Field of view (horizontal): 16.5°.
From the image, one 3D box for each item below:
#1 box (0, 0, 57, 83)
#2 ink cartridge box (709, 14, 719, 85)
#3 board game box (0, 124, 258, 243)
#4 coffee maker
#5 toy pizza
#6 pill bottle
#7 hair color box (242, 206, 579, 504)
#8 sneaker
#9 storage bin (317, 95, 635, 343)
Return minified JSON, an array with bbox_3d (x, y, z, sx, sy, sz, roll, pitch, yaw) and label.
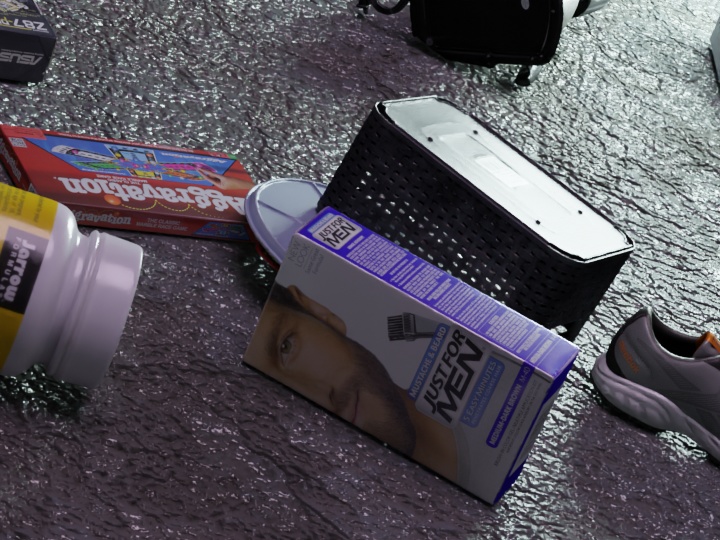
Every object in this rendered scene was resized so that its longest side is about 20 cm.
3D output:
[{"bbox_3d":[-0.352,-0.215,1.922,0.200,0.049,0.161,5,30,-34],"label":"box"},{"bbox_3d":[0.466,-0.212,2.557,0.200,0.084,0.146,20,26,-7],"label":"ink cartridge box"},{"bbox_3d":[-0.162,-0.062,1.828,0.200,0.019,0.103,6,33,-33],"label":"board game box"},{"bbox_3d":[0.130,-0.279,2.347,0.192,0.135,0.200,28,26,10],"label":"coffee maker"},{"bbox_3d":[0.000,0.000,1.821,0.200,0.032,0.200,26,22,-11],"label":"toy pizza"},{"bbox_3d":[-0.243,-0.002,1.538,0.200,0.114,0.114,18,27,-10],"label":"pill bottle"},{"bbox_3d":[0.032,0.056,1.665,0.200,0.109,0.065,30,28,13],"label":"hair color box"},{"bbox_3d":[0.271,0.095,1.829,0.200,0.079,0.074,26,24,0],"label":"sneaker"},{"bbox_3d":[0.086,-0.035,1.840,0.200,0.094,0.135,39,23,18],"label":"storage bin"}]
